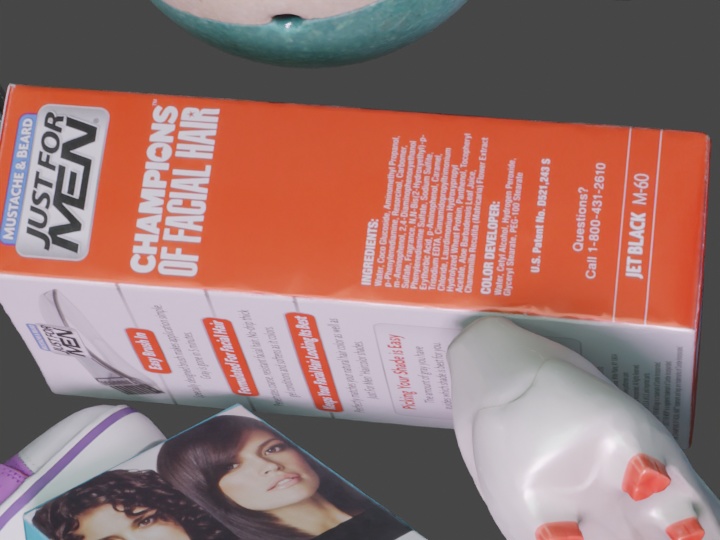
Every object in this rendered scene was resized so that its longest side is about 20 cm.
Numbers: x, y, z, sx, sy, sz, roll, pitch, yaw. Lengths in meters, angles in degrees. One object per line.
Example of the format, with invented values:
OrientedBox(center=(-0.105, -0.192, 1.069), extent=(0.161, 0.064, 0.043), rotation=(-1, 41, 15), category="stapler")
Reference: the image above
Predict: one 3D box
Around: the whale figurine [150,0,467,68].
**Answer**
OrientedBox(center=(-0.009, -0.151, 0.865), extent=(0.158, 0.104, 0.201), rotation=(-5, 59, 15), category="whale figurine")

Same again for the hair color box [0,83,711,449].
OrientedBox(center=(0.000, 0.000, 0.824), extent=(0.199, 0.111, 0.064), rotation=(4, 70, 7), category="hair color box")

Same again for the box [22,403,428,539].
OrientedBox(center=(-0.003, 0.113, 0.771), extent=(0.082, 0.049, 0.200), rotation=(-27, 40, -30), category="box")

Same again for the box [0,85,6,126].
OrientedBox(center=(-0.222, -0.046, 0.899), extent=(0.200, 0.036, 0.143), rotation=(-32, 81, 1), category="box")

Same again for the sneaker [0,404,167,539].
OrientedBox(center=(-0.161, 0.083, 0.860), extent=(0.200, 0.073, 0.114), rotation=(-39, 76, 0), category="sneaker")

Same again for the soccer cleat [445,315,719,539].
OrientedBox(center=(0.081, 0.087, 0.791), extent=(0.069, 0.200, 0.078), rotation=(-32, 43, 0), category="soccer cleat")
